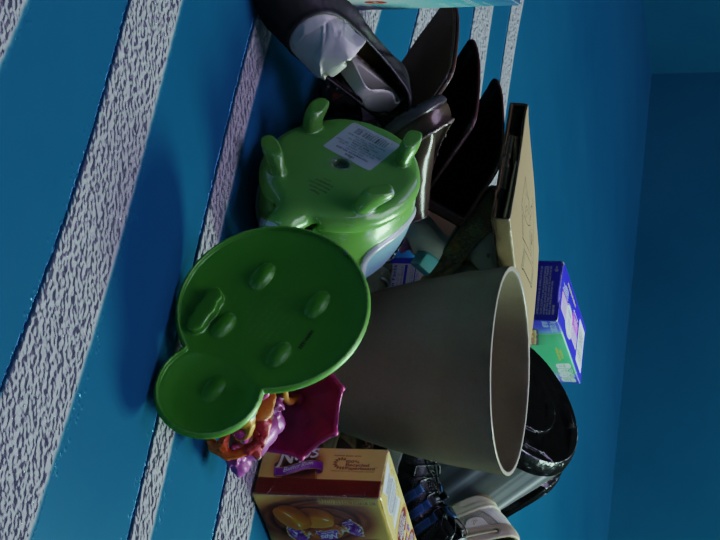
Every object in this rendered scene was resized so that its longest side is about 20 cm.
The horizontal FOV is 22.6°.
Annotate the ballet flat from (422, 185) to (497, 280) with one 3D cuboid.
[{"bbox_3d":[0.098,0.009,1.760,0.201,0.070,0.071,-52,156,-7],"label":"ballet flat"}]

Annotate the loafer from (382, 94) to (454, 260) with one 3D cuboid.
[{"bbox_3d":[0.045,-0.081,1.642,0.073,0.071,0.201,-32,162,-36],"label":"loafer"}]

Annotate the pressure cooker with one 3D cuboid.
[{"bbox_3d":[0.109,0.179,1.904,0.175,0.200,0.180,18,44,-41],"label":"pressure cooker"}]

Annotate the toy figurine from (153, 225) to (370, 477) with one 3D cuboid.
[{"bbox_3d":[-0.074,0.098,1.416,0.201,0.149,0.185,-54,157,-29],"label":"toy figurine"}]

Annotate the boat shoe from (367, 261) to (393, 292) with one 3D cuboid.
[{"bbox_3d":[0.000,0.000,1.750,0.072,0.061,0.202,-17,107,-73],"label":"boat shoe"}]

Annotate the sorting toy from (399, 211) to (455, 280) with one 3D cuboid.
[{"bbox_3d":[0.059,-0.074,1.857,0.180,0.106,0.201,45,17,-56],"label":"sorting toy"}]

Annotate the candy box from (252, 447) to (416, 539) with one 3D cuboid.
[{"bbox_3d":[-0.014,0.239,1.609,0.201,0.115,0.057,72,24,-47],"label":"candy box"}]

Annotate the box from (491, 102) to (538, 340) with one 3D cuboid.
[{"bbox_3d":[0.153,-0.035,1.748,0.201,0.021,0.164,78,18,-45],"label":"box"}]

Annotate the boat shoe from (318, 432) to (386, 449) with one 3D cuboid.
[{"bbox_3d":[0.013,0.154,1.783,0.200,0.071,0.073,-53,141,-64],"label":"boat shoe"}]

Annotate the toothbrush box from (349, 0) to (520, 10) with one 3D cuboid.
[{"bbox_3d":[0.036,-0.284,1.622,0.146,0.198,0.086,-8,99,-75],"label":"toothbrush box"}]

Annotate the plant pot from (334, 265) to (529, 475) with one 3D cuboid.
[{"bbox_3d":[0.042,0.089,1.651,0.187,0.198,0.190,1,90,-75],"label":"plant pot"}]

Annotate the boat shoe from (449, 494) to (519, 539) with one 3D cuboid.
[{"bbox_3d":[0.064,0.292,1.782,0.065,0.199,0.073,47,-28,44],"label":"boat shoe"}]

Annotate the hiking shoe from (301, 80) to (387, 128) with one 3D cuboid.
[{"bbox_3d":[-0.013,-0.130,1.715,0.200,0.075,0.102,-50,151,-59],"label":"hiking shoe"}]

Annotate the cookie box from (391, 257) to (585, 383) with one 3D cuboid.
[{"bbox_3d":[0.137,0.057,1.991,0.171,0.198,0.076,61,35,-59],"label":"cookie box"}]

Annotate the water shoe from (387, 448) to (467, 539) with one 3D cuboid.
[{"bbox_3d":[0.069,0.240,1.720,0.071,0.078,0.202,8,82,-59],"label":"water shoe"}]

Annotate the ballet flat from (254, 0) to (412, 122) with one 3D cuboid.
[{"bbox_3d":[-0.013,-0.190,1.575,0.199,0.068,0.069,32,27,-44],"label":"ballet flat"}]

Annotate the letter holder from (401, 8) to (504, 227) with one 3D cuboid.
[{"bbox_3d":[0.094,-0.165,1.774,0.143,0.100,0.201,-56,-166,27],"label":"letter holder"}]

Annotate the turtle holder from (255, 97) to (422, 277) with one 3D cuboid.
[{"bbox_3d":[-0.023,-0.043,1.536,0.186,0.139,0.133,-84,-177,-50],"label":"turtle holder"}]
